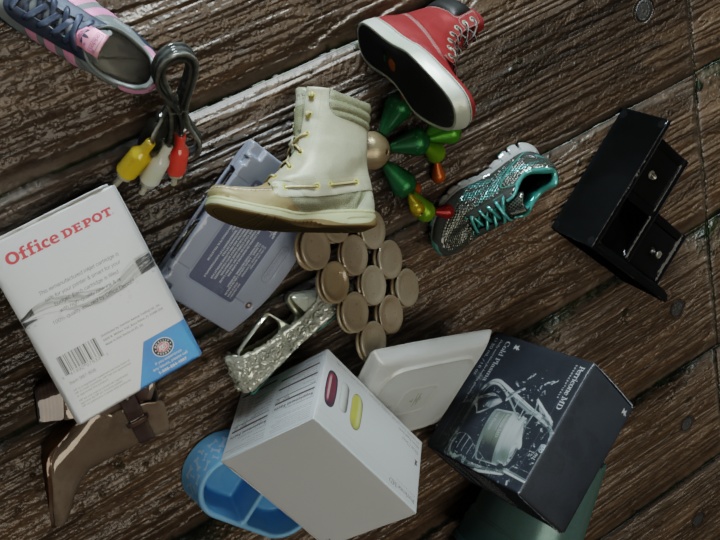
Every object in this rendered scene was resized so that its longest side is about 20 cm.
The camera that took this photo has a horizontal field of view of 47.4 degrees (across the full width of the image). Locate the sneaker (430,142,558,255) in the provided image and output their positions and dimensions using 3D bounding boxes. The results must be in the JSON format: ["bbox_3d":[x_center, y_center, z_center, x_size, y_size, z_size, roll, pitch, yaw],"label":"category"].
[{"bbox_3d":[0.177,-0.090,1.074,0.200,0.091,0.078,-42,122,-6],"label":"sneaker"}]

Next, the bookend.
[{"bbox_3d":[0.413,-0.091,1.196,0.198,0.092,0.201,29,94,-34],"label":"bookend"}]

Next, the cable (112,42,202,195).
[{"bbox_3d":[-0.186,-0.147,0.834,0.096,0.051,0.200,-8,157,-34],"label":"cable"}]

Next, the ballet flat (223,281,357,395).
[{"bbox_3d":[-0.087,0.068,1.011,0.200,0.071,0.072,-42,123,-15],"label":"ballet flat"}]

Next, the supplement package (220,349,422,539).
[{"bbox_3d":[-0.042,0.225,1.020,0.154,0.112,0.200,-28,120,29],"label":"supplement package"}]

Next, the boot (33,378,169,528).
[{"bbox_3d":[-0.296,0.193,0.954,0.144,0.070,0.204,-8,113,-27],"label":"boot"}]

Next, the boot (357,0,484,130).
[{"bbox_3d":[0.103,-0.240,0.915,0.142,0.201,0.073,-22,140,-18],"label":"boot"}]

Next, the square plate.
[{"bbox_3d":[0.067,0.165,1.095,0.195,0.029,0.202,-7,138,-33],"label":"square plate"}]

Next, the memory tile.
[{"bbox_3d":[0.000,0.000,1.016,0.202,0.017,0.154,59,46,-28],"label":"memory tile"}]

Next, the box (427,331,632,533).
[{"bbox_3d":[0.232,0.217,1.140,0.124,0.195,0.202,42,75,-32],"label":"box"}]

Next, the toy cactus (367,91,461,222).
[{"bbox_3d":[0.051,-0.145,0.996,0.162,0.103,0.203,-11,123,-12],"label":"toy cactus"}]

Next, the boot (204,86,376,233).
[{"bbox_3d":[-0.075,-0.124,0.904,0.197,0.072,0.158,2,83,-25],"label":"boot"}]

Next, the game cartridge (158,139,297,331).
[{"bbox_3d":[-0.137,-0.034,0.966,0.132,0.041,0.201,36,91,-30],"label":"game cartridge"}]

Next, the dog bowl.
[{"bbox_3d":[-0.140,0.288,1.083,0.199,0.049,0.112,32,93,-34],"label":"dog bowl"}]

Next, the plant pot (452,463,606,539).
[{"bbox_3d":[0.270,0.352,1.249,0.198,0.199,0.199,25,89,-32],"label":"plant pot"}]

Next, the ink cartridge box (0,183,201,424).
[{"bbox_3d":[-0.278,0.031,0.858,0.143,0.084,0.203,-28,103,-15],"label":"ink cartridge box"}]

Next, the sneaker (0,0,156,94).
[{"bbox_3d":[-0.275,-0.237,0.785,0.198,0.082,0.071,26,97,-32],"label":"sneaker"}]
